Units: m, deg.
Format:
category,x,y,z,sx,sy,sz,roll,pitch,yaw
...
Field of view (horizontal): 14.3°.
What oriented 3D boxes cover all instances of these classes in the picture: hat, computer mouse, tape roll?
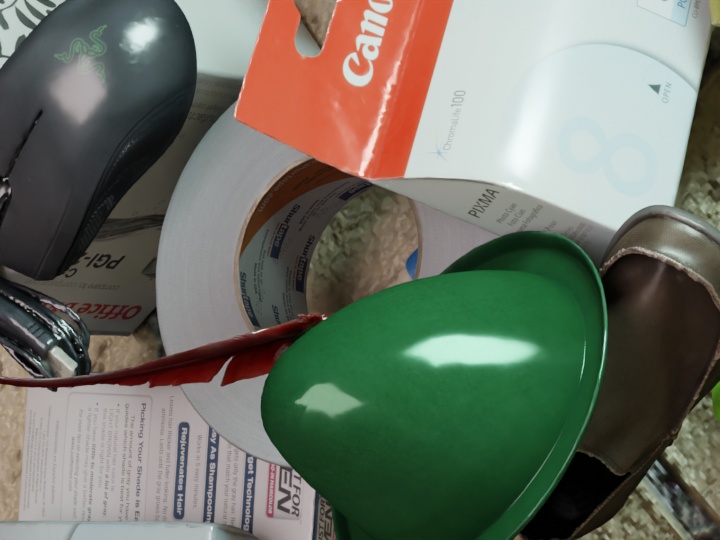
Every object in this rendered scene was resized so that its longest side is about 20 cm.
category,x,y,z,sx,sy,sz,roll,pitch,yaw
hat,-0.022,0.036,1.216,0.200,0.176,0.166,-53,32,10
computer mouse,-0.151,-0.051,1.394,0.138,0.053,0.200,41,111,22
tape roll,0.000,0.000,1.383,0.199,0.066,0.201,-7,76,29

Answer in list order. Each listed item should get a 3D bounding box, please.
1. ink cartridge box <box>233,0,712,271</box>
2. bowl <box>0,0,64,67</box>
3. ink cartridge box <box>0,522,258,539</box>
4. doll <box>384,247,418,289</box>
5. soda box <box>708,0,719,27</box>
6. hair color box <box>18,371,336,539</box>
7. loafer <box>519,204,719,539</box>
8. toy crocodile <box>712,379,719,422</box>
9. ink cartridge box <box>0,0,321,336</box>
category,x,y,z,sx,sy,sz,roll,pitch,yaw
ink cartridge box,0.058,-0.102,1.311,0.047,0.199,0.161,130,159,-57
bowl,-0.267,-0.116,1.637,0.200,0.094,0.202,-5,81,36
ink cartridge box,-0.134,0.226,1.431,0.159,0.047,0.201,-3,73,35
doll,0.070,0.021,1.404,0.136,0.048,0.201,5,89,35
soda box,0.251,-0.156,1.276,0.199,0.068,0.064,-13,78,35
hair color box,-0.085,0.105,1.501,0.199,0.060,0.101,1,86,37
loafer,0.117,0.057,1.274,0.073,0.071,0.201,27,134,10
toy crocodile,0.194,0.021,1.304,0.062,0.067,0.201,179,96,-70
ink cartridge box,-0.125,-0.059,1.494,0.200,0.145,0.085,-45,65,24
